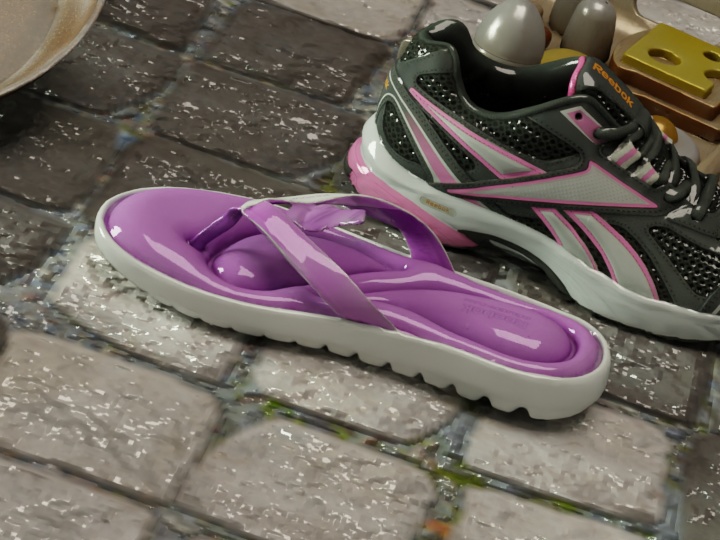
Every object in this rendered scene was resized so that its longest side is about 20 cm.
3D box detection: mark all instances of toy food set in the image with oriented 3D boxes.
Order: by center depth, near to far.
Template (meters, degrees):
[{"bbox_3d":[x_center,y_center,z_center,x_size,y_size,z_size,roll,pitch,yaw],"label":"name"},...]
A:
[{"bbox_3d":[0.117,-0.096,1.267,0.143,0.061,0.200,26,30,16],"label":"toy food set"}]

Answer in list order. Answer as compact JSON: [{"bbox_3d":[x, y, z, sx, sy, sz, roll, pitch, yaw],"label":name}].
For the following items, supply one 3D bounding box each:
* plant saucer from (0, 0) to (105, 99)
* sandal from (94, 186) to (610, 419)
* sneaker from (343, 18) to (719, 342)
[{"bbox_3d":[-0.200,-0.128,1.131,0.199,0.032,0.201,8,49,-9],"label":"plant saucer"},{"bbox_3d":[0.001,-0.004,1.053,0.201,0.050,0.083,18,29,1],"label":"sandal"},{"bbox_3d":[0.095,-0.039,1.129,0.199,0.087,0.080,18,30,0],"label":"sneaker"}]
